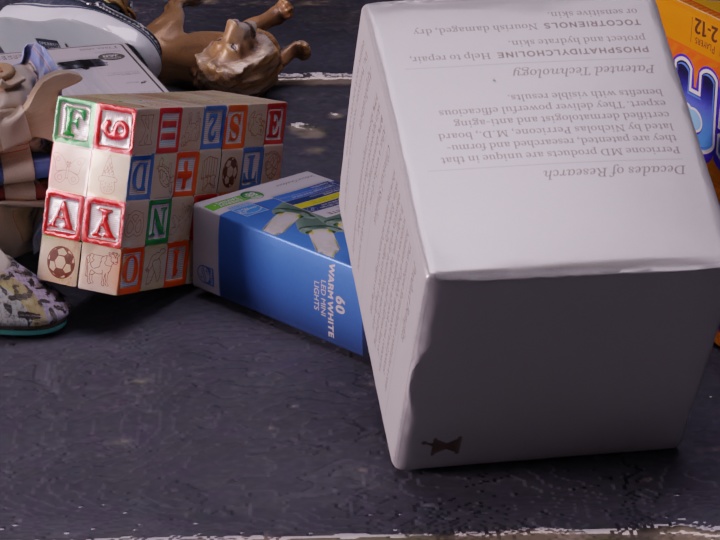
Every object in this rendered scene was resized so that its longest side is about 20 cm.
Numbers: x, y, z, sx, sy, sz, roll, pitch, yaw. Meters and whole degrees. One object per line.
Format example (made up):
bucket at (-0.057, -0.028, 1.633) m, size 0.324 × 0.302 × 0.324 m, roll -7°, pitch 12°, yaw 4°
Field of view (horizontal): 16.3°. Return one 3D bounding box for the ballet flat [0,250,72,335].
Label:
ballet flat at (-0.276, -0.001, 1.541) m, size 0.200 × 0.072 × 0.072 m, roll 4°, pitch 22°, yaw 10°

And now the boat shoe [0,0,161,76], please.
boat shoe at (-0.205, -0.200, 2.001) m, size 0.091 × 0.071 × 0.200 m, roll -42°, pitch 36°, yaw -27°

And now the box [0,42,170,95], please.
box at (-0.199, -0.106, 1.817) m, size 0.116 × 0.060 × 0.200 m, roll -7°, pitch 22°, yaw -18°

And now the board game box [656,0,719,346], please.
board game box at (0.288, -0.075, 1.545) m, size 0.200 × 0.200 × 0.200 m, roll -9°, pitch 23°, yaw -21°

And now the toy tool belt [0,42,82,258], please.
toy tool belt at (-0.221, -0.088, 1.596) m, size 0.123 × 0.200 × 0.125 m, roll -9°, pitch 44°, yaw -22°

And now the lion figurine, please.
lion figurine at (-0.124, -0.173, 2.000) m, size 0.122 × 0.073 × 0.200 m, roll -33°, pitch 23°, yaw -36°

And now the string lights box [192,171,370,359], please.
string lights box at (0.000, 0.000, 1.548) m, size 0.200 × 0.059 × 0.103 m, roll 20°, pitch 28°, yaw 41°

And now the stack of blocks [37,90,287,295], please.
stack of blocks at (-0.122, -0.053, 1.603) m, size 0.058 × 0.115 × 0.200 m, roll 11°, pitch 10°, yaw 25°

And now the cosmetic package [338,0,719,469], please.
cosmetic package at (0.088, -0.023, 1.367) m, size 0.166 × 0.167 × 0.200 m, roll -3°, pitch 51°, yaw -10°
